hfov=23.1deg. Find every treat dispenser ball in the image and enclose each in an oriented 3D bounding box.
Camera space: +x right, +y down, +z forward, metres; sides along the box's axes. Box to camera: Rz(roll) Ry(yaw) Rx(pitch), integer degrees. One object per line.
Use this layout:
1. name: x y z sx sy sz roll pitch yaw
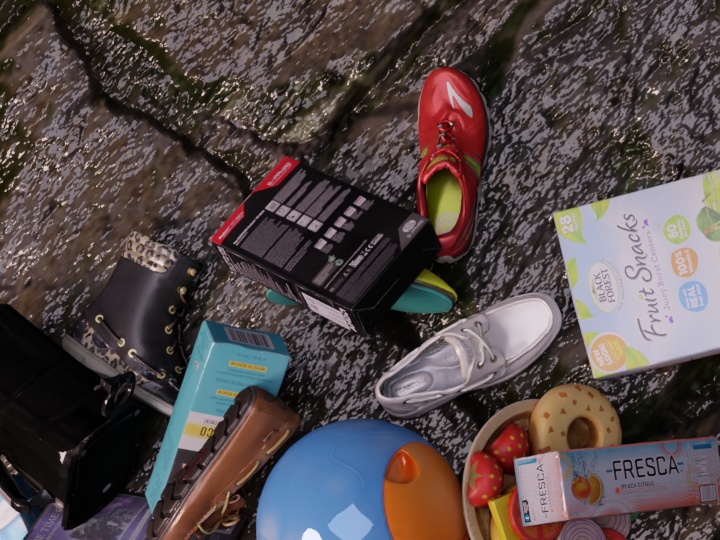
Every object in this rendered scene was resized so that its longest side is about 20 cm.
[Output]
1. treat dispenser ball: 0.002 0.239 1.648 0.200 0.201 0.201 -2 82 11

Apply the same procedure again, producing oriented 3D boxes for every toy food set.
1. toy food set: 0.182 0.216 1.645 0.200 0.049 0.198 -18 88 -35

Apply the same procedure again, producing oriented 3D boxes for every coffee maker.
1. coffee maker: -0.315 0.123 1.735 0.200 0.135 0.192 34 114 19

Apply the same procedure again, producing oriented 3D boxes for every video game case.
1. video game case: -0.227 0.269 1.729 0.200 0.143 0.019 7 118 13

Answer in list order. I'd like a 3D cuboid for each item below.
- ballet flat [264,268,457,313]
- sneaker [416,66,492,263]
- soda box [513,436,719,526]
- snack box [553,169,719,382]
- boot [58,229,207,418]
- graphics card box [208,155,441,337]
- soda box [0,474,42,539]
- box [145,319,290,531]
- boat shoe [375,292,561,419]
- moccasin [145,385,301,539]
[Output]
1. ballet flat: 0.000 0.000 1.759 0.200 0.067 0.067 2 60 14
2. sneaker: 0.090 -0.108 1.741 0.077 0.085 0.200 -2 82 10
3. soda box: 0.240 0.192 1.617 0.068 0.200 0.064 -21 73 54
4. snack box: 0.302 0.003 1.692 0.200 0.068 0.169 -16 80 11
5. boot: -0.188 0.064 1.780 0.203 0.073 0.154 27 85 12
6. graphics card box: -0.035 -0.026 1.718 0.200 0.051 0.126 24 63 37
7. soda box: -0.339 0.309 1.778 0.068 0.064 0.200 -27 78 7
8. box: -0.139 0.152 1.706 0.082 0.049 0.200 12 111 -21
9. boat shoe: 0.105 0.084 1.718 0.200 0.069 0.071 -31 75 5
10. moccasin: -0.132 0.204 1.668 0.078 0.074 0.202 36 91 -19
